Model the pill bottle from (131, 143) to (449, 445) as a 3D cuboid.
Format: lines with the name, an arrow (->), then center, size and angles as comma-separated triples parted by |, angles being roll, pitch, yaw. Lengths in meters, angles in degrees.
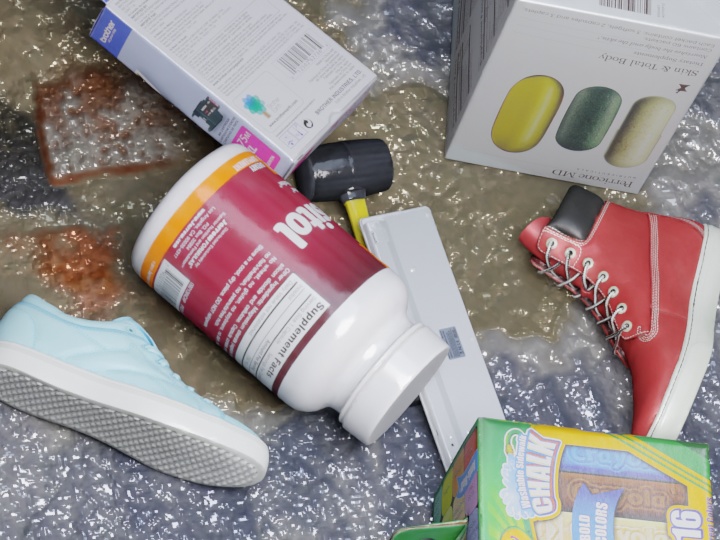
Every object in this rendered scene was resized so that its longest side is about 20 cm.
pill bottle -> -0.043, 0.018, 1.665 | 0.200, 0.113, 0.113 | 40, 59, 9

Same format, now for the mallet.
mallet -> 0.000, 0.000, 1.735 | 0.066, 0.041, 0.200 | -1, 65, -17

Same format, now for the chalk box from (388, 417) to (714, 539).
chalk box -> 0.111, 0.177, 1.607 | 0.200, 0.124, 0.124 | 9, 59, -11

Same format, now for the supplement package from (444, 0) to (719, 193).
supplement package -> 0.157, -0.178, 1.781 | 0.152, 0.200, 0.151 | 10, 59, -9

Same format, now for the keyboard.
keyboard -> 0.055, 0.051, 1.713 | 0.056, 0.011, 0.200 | -9, 72, -33

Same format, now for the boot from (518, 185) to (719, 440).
boot -> 0.169, 0.032, 1.741 | 0.144, 0.072, 0.200 | 18, 49, -4

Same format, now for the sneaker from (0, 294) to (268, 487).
sneaker -> -0.143, 0.069, 1.632 | 0.200, 0.074, 0.082 | 24, 60, -1

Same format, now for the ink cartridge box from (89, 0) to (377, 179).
ink cartridge box -> -0.098, -0.157, 1.745 | 0.200, 0.042, 0.119 | 41, 46, 2
